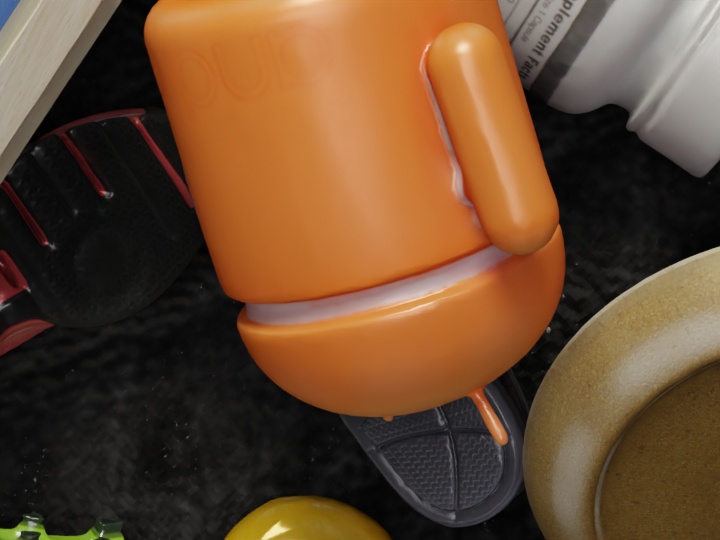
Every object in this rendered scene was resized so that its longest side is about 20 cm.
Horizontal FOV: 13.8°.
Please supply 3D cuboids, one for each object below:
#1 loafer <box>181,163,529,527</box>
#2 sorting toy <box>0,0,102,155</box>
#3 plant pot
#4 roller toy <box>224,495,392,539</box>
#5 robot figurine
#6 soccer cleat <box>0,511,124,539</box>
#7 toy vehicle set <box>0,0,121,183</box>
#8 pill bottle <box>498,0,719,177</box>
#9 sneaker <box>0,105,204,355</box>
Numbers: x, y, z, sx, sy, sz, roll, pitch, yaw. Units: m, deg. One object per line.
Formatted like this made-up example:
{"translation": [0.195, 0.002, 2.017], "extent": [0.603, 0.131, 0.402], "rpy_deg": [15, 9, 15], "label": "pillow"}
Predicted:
{"translation": [0.000, 0.000, 1.073], "extent": [0.072, 0.063, 0.201], "rpy_deg": [-33, 85, 20], "label": "loafer"}
{"translation": [-0.184, -0.073, 1.001], "extent": [0.069, 0.199, 0.201], "rpy_deg": [32, 92, -31], "label": "sorting toy"}
{"translation": [0.154, 0.070, 0.990], "extent": [0.199, 0.028, 0.201], "rpy_deg": [1, 130, 1], "label": "plant pot"}
{"translation": [-0.008, 0.197, 1.029], "extent": [0.200, 0.140, 0.183], "rpy_deg": [43, 81, 4], "label": "roller toy"}
{"translation": [-0.001, -0.040, 0.969], "extent": [0.143, 0.117, 0.201], "rpy_deg": [-13, 103, 19], "label": "robot figurine"}
{"translation": [-0.174, 0.121, 1.074], "extent": [0.199, 0.068, 0.082], "rpy_deg": [9, 100, 1], "label": "soccer cleat"}
{"translation": [-0.106, -0.116, 1.038], "extent": [0.026, 0.124, 0.201], "rpy_deg": [33, 91, -24], "label": "toy vehicle set"}
{"translation": [0.065, -0.127, 1.035], "extent": [0.199, 0.114, 0.114], "rpy_deg": [35, 92, 1], "label": "pill bottle"}
{"translation": [-0.144, -0.001, 1.068], "extent": [0.200, 0.087, 0.074], "rpy_deg": [-35, 115, -19], "label": "sneaker"}
